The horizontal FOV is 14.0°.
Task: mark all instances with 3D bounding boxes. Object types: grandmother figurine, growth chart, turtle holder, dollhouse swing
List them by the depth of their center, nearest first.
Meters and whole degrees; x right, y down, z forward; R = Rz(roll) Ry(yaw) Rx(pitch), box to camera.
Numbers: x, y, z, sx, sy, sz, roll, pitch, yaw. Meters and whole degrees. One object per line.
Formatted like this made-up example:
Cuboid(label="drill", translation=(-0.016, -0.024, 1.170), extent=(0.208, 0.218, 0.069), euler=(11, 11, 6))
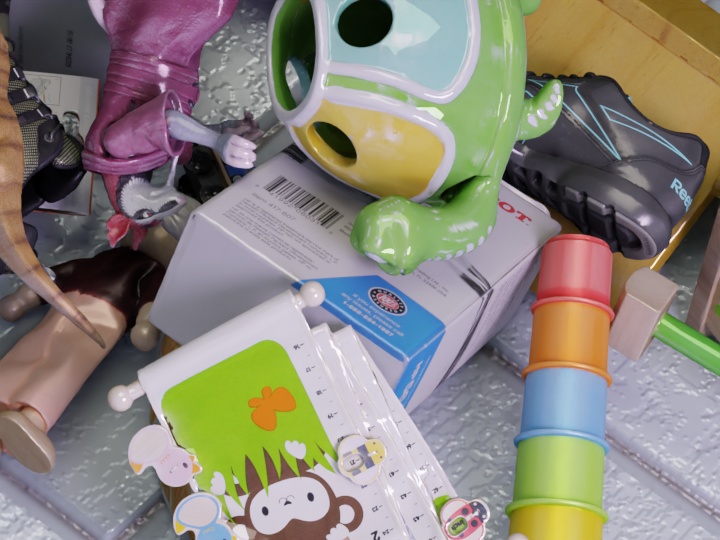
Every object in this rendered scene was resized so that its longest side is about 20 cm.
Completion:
Cuboid(label="growth chart", translation=(-0.026, 0.109, 1.530), extent=(0.145, 0.018, 0.200), euler=(-37, 94, -1))
Cuboid(label="turtle holder", translation=(0.019, -0.092, 1.603), extent=(0.132, 0.141, 0.186), euler=(6, 92, -28))
Cuboid(label="grandmother figurine", translation=(-0.153, 0.026, 1.665), extent=(0.121, 0.061, 0.200), euler=(17, 52, 29))
Cuboid(label="dollhouse swing", translation=(0.158, -0.078, 1.794), extent=(0.200, 0.176, 0.182), euler=(37, 17, 20))

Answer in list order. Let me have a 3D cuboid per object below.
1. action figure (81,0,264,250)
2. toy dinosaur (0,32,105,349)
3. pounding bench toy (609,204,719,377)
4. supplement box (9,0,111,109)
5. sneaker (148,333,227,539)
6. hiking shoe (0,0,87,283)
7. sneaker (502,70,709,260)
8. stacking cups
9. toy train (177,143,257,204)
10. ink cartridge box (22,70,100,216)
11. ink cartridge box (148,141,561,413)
Cuboid(label="action figure", translation=(-0.119, -0.111, 1.641), extent=(0.149, 0.134, 0.200), euler=(17, 82, -4))
Cuboid(label="toy dinosaur", translation=(-0.205, -0.053, 1.591), extent=(0.106, 0.060, 0.200), euler=(-7, 68, -17))
Cuboid(label="pounding bench toy", translation=(0.257, 0.042, 1.659), extent=(0.200, 0.124, 0.156), euler=(-23, 60, -22))
Cuboid(label="supplement box", translation=(-0.136, -0.204, 1.813), extent=(0.103, 0.101, 0.200), euler=(20, 54, 8))
Cuboid(label="sneaker", translation=(-0.059, 0.117, 1.609), extent=(0.088, 0.076, 0.200), euler=(-6, 63, -19))
Cuboid(label="hiking shoe", translation=(-0.204, -0.079, 1.679), extent=(0.101, 0.076, 0.200), euler=(11, 63, -11))
Cuboid(label="sneaker", translation=(0.110, -0.079, 1.706), extent=(0.200, 0.075, 0.079), euler=(31, 72, 22))
Cuboid(label="stacking cups", translation=(0.116, 0.078, 1.619), extent=(0.060, 0.061, 0.200), euler=(8, 72, 0))
Cuboid(label="toy train", translation=(-0.056, -0.003, 1.714), extent=(0.046, 0.034, 0.200), euler=(-14, 57, -20))
Cuboid(label="ink cartridge box", translation=(-0.257, -0.068, 1.730), extent=(0.200, 0.050, 0.109), euler=(5, 54, -6))
Cuboid(label="ink cartridge box", translation=(0.000, 0.000, 1.643), extent=(0.146, 0.084, 0.200), euler=(34, 34, 13))
